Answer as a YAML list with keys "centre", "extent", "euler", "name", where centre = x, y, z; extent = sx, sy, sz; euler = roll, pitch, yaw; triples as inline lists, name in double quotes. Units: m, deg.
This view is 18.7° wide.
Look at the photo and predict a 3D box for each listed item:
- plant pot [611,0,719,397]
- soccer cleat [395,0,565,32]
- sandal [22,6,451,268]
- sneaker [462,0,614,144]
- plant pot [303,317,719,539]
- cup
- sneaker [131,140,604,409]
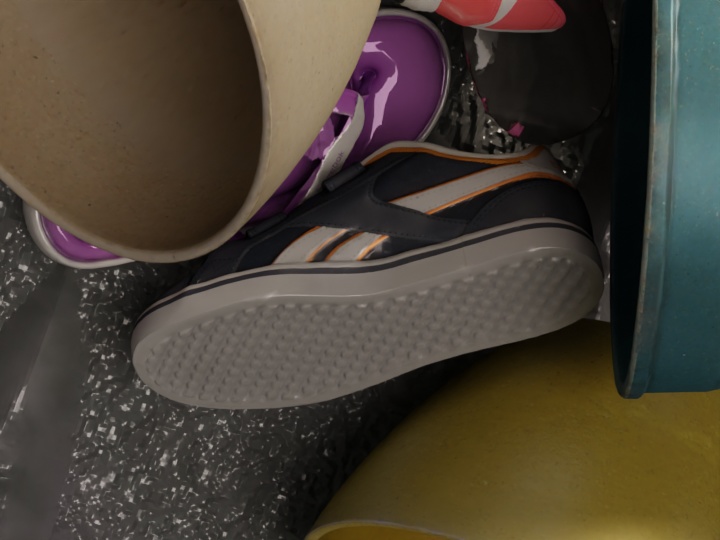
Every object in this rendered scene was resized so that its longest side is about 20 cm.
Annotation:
- centre: [0.200, -0.048, 0.867]
  extent: [0.187, 0.200, 0.201]
  euler: [2, 104, 2]
  name: "plant pot"
- centre: [0.070, -0.194, 0.874]
  extent: [0.073, 0.068, 0.201]
  euler: [16, 90, -10]
  name: "soccer cleat"
- centre: [-0.043, -0.047, 0.936]
  extent: [0.202, 0.050, 0.083]
  euler: [-26, 114, -15]
  name: "sandal"
- centre: [0.064, -0.150, 0.944]
  extent: [0.080, 0.086, 0.201]
  euler: [-4, 87, 7]
  name: "sneaker"
- centre: [0.093, 0.107, 0.970]
  extent: [0.200, 0.200, 0.142]
  euler: [42, 61, -25]
  name: "plant pot"
- centre: [-0.067, -0.124, 0.848]
  extent: [0.143, 0.200, 0.201]
  euler: [-38, 117, -39]
  name: "cup"
- centre: [0.000, 0.000, 0.928]
  extent: [0.199, 0.080, 0.079]
  euler: [-12, 139, 4]
  name: "sneaker"
